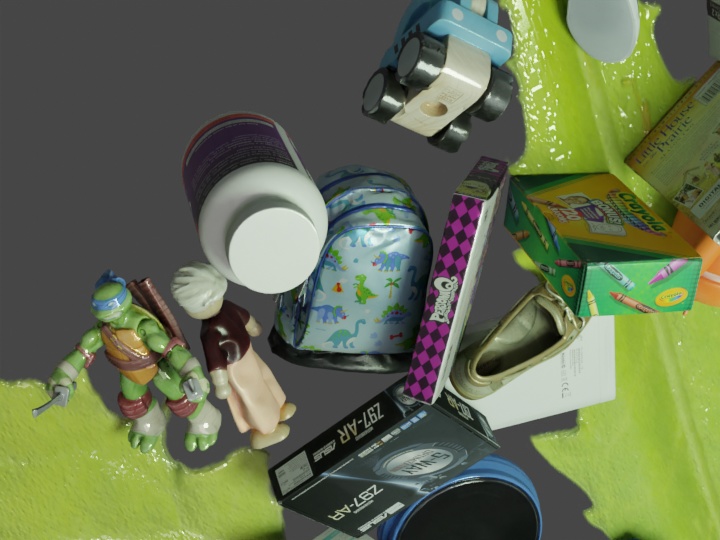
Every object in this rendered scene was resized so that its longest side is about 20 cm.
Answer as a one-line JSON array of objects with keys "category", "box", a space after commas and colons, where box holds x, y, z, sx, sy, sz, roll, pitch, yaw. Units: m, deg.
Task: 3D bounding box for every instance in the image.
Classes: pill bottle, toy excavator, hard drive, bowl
[{"category": "pill bottle", "box": [-0.094, -0.059, 1.038, 0.111, 0.200, 0.113, -6, 117, -12]}, {"category": "toy excavator", "box": [0.091, -0.238, 1.067, 0.099, 0.202, 0.194, 19, 151, -24]}, {"category": "hard drive", "box": [0.184, 0.106, 1.300, 0.198, 0.027, 0.133, -13, 119, -10]}, {"category": "bowl", "box": [0.119, 0.306, 1.376, 0.199, 0.039, 0.202, -6, 117, -12]}]

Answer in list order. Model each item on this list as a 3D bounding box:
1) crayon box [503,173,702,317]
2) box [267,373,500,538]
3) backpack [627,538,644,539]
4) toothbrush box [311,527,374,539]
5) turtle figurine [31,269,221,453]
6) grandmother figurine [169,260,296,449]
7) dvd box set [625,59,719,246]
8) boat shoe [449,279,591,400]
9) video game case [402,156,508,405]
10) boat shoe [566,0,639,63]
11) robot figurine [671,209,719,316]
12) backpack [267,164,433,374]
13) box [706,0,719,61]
[{"category": "crayon box", "box": [0.229, -0.029, 1.144, 0.118, 0.200, 0.059, -3, 118, -14]}, {"category": "box", "box": [0.026, 0.198, 1.244, 0.199, 0.044, 0.160, -35, 141, 14]}, {"category": "backpack", "box": [0.315, 0.408, 1.408, 0.134, 0.183, 0.200, 40, 86, -12]}, {"category": "toothbrush box", "box": [-0.052, 0.400, 1.306, 0.146, 0.085, 0.202, -22, 135, -57]}, {"category": "turtle figurine", "box": [-0.214, 0.120, 1.109, 0.143, 0.201, 0.195, -28, 136, -5]}, {"category": "grandmother figurine", "box": [-0.127, 0.079, 1.151, 0.060, 0.122, 0.201, -19, 116, 10]}, {"category": "dvd box set", "box": [0.350, -0.116, 1.134, 0.029, 0.200, 0.147, 36, 102, -26]}, {"category": "boat shoe", "box": [0.179, 0.061, 1.219, 0.200, 0.063, 0.074, -31, 84, -21]}, {"category": "video game case", "box": [0.094, 0.004, 1.132, 0.035, 0.181, 0.202, 16, 109, 9]}, {"category": "boat shoe", "box": [0.226, -0.283, 1.090, 0.066, 0.073, 0.201, -60, 148, -28]}, {"category": "robot figurine", "box": [0.384, -0.047, 1.223, 0.115, 0.144, 0.202, 8, 121, -4]}, {"category": "backpack", "box": [0.000, 0.000, 1.142, 0.161, 0.154, 0.202, 6, 103, -12]}, {"category": "box", "box": [0.455, -0.256, 1.094, 0.198, 0.199, 0.132, -16, 119, -7]}]
